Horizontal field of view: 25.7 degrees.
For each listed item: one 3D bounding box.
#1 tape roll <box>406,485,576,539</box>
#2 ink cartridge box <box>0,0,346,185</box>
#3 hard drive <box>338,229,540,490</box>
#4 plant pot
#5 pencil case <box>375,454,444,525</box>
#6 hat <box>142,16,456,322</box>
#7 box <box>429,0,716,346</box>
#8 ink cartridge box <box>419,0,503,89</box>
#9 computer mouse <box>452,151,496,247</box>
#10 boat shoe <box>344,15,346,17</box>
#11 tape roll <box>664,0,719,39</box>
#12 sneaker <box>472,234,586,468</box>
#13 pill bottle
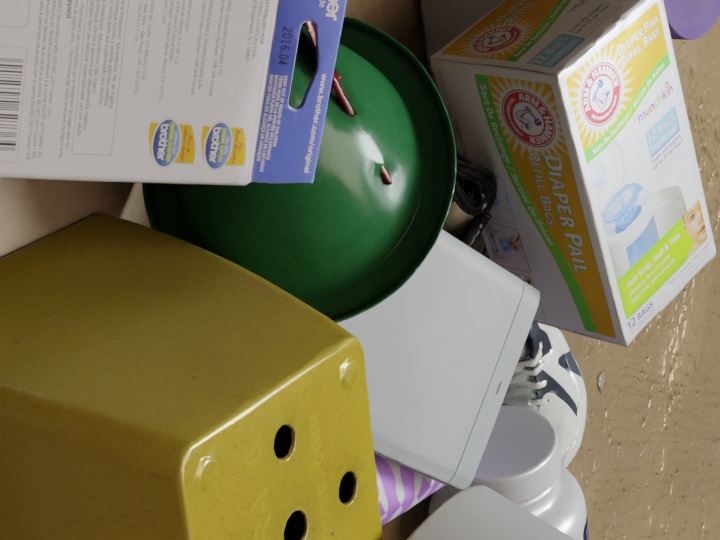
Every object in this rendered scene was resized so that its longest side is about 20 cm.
[{"bbox_3d":[0.041,0.210,0.788,0.202,0.071,0.203,-47,154,-32],"label":"tape roll"},{"bbox_3d":[-0.108,-0.099,0.684,0.199,0.042,0.120,2,113,-21],"label":"ink cartridge box"},{"bbox_3d":[0.019,0.036,0.898,0.200,0.027,0.132,29,79,-43],"label":"hard drive"},{"bbox_3d":[-0.099,0.103,0.724,0.200,0.176,0.201,-32,122,-52],"label":"plant pot"},{"bbox_3d":[0.005,0.112,0.973,0.200,0.084,0.086,-25,131,-54],"label":"pencil case"},{"bbox_3d":[-0.053,-0.090,0.739,0.176,0.165,0.200,57,12,-67],"label":"hat"},{"bbox_3d":[0.137,-0.071,0.994,0.112,0.101,0.200,-40,127,-31],"label":"box"},{"bbox_3d":[0.115,-0.164,1.096,0.145,0.084,0.201,-37,126,-48],"label":"ink cartridge box"},{"bbox_3d":[0.000,0.000,0.946,0.140,0.046,0.200,24,98,-54],"label":"computer mouse"},{"bbox_3d":[-0.018,-0.080,0.931,0.093,0.075,0.200,-60,143,-7],"label":"boat shoe"},{"bbox_3d":[0.231,-0.286,1.259,0.200,0.085,0.201,-14,107,-56],"label":"tape roll"},{"bbox_3d":[0.102,0.061,1.116,0.129,0.079,0.200,-18,111,-60],"label":"sneaker"},{"bbox_3d":[0.107,0.199,1.118,0.111,0.111,0.201,-45,136,-44],"label":"pill bottle"}]
